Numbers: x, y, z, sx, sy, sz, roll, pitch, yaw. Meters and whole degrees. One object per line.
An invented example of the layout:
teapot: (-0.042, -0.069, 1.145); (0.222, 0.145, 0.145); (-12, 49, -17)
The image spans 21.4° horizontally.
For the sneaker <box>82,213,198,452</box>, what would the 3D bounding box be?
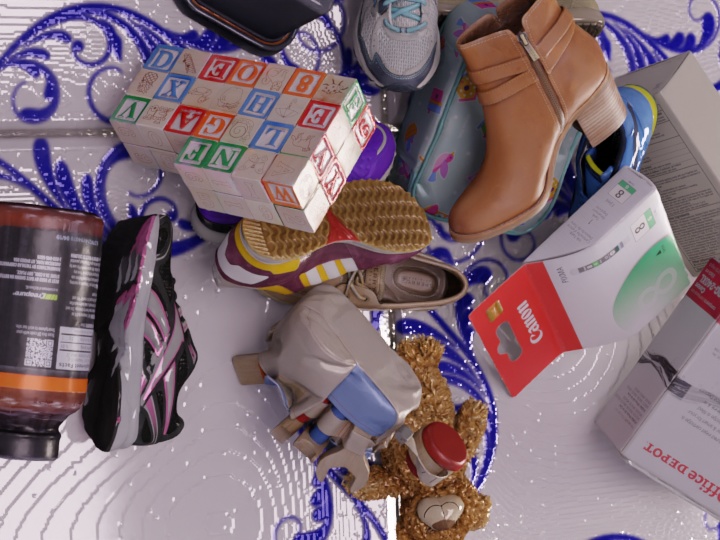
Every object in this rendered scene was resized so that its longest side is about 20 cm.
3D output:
sneaker: (-0.177, 0.052, 1.599); (0.086, 0.080, 0.202); (6, 96, -38)

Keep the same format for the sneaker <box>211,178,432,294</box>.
sneaker: (-0.034, -0.025, 1.619); (0.199, 0.090, 0.075); (-4, 66, -35)

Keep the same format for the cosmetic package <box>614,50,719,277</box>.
cosmetic package: (0.315, -0.098, 1.810); (0.201, 0.103, 0.073); (55, 52, -17)

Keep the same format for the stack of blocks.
stack of blocks: (-0.103, -0.110, 1.545); (0.116, 0.199, 0.059); (-60, 146, -27)

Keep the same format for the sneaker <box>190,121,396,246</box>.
sneaker: (-0.050, -0.093, 1.626); (0.199, 0.100, 0.070); (-25, 60, -24)

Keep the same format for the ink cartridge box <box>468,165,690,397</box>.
ink cartridge box: (0.203, 0.023, 1.730); (0.200, 0.050, 0.161); (-44, 143, -9)

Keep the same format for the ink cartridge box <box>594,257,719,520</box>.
ink cartridge box: (0.340, 0.114, 1.810); (0.145, 0.083, 0.201); (32, 98, -23)

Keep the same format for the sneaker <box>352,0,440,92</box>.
sneaker: (0.033, -0.250, 1.638); (0.077, 0.086, 0.202); (2, 66, 0)

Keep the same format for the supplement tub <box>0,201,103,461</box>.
supplement tub: (-0.267, 0.049, 1.527); (0.106, 0.107, 0.202); (8, 88, -26)

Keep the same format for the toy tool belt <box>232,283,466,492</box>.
toy tool belt: (-0.013, 0.121, 1.634); (0.200, 0.123, 0.125); (48, 31, 1)

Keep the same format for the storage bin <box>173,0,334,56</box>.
storage bin: (-0.049, -0.290, 1.615); (0.145, 0.134, 0.201); (28, 79, -24)

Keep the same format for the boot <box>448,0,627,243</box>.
boot: (0.120, -0.133, 1.609); (0.200, 0.074, 0.155); (-44, 126, -7)

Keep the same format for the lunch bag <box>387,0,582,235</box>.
lunch bag: (0.126, -0.135, 1.698); (0.159, 0.077, 0.201); (13, 112, -26)

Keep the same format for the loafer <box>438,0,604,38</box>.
loafer: (0.124, -0.239, 1.739); (0.198, 0.076, 0.069); (0, 63, -21)

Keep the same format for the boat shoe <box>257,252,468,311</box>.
boat shoe: (0.000, 0.000, 1.681); (0.198, 0.064, 0.072); (3, 89, -26)

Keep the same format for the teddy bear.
teddy bear: (0.053, 0.157, 1.709); (0.144, 0.067, 0.202); (-2, 91, -24)

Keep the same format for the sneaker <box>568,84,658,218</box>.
sneaker: (0.218, -0.073, 1.750); (0.078, 0.066, 0.202); (-31, 138, -51)
